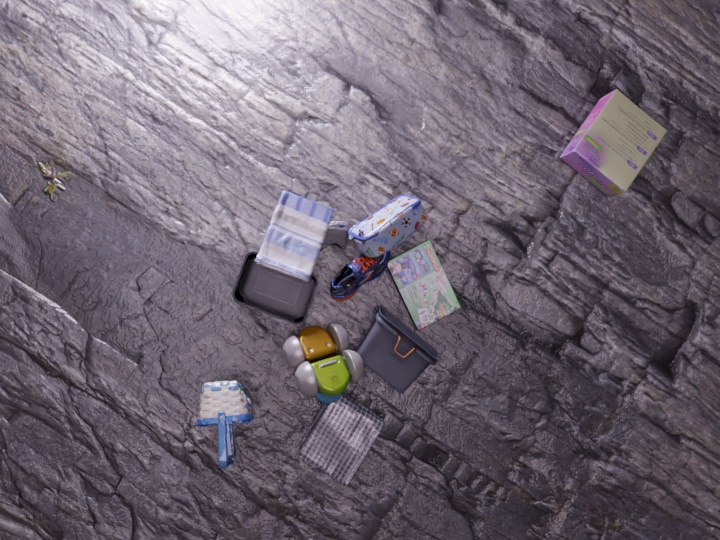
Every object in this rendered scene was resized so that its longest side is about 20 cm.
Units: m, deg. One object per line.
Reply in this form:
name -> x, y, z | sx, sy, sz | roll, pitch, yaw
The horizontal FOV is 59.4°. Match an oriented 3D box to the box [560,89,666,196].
box -> 0.667, -0.334, 1.672 | 0.175, 0.097, 0.202 | 36, 86, -3

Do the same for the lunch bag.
lunch bag -> 0.064, -0.115, 1.604 | 0.198, 0.160, 0.076 | -32, 112, -9

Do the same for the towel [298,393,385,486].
towel -> -0.051, 0.433, 1.626 | 0.164, 0.086, 0.202 | 31, 88, -3

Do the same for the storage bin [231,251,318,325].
storage bin -> -0.214, 0.045, 1.613 | 0.196, 0.094, 0.138 | 20, 88, -3

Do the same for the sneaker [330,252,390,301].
sneaker -> 0.000, 0.000, 1.626 | 0.200, 0.079, 0.075 | -44, 71, -4

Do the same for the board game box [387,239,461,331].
board game box -> 0.166, 0.039, 1.673 | 0.133, 0.029, 0.203 | -26, 91, -5

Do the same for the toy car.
toy car -> -0.097, 0.244, 1.586 | 0.172, 0.152, 0.201 | -14, 49, -25

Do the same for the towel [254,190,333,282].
towel -> -0.163, -0.086, 1.571 | 0.144, 0.024, 0.204 | 21, 79, -5

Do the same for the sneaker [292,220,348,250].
sneaker -> -0.124, -0.081, 1.628 | 0.195, 0.075, 0.084 | -5, 88, -5

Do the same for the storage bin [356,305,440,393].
storage bin -> 0.087, 0.213, 1.619 | 0.199, 0.146, 0.135 | 37, 97, -3

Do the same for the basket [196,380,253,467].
basket -> -0.334, 0.377, 1.560 | 0.136, 0.176, 0.205 | 0, 79, -8
